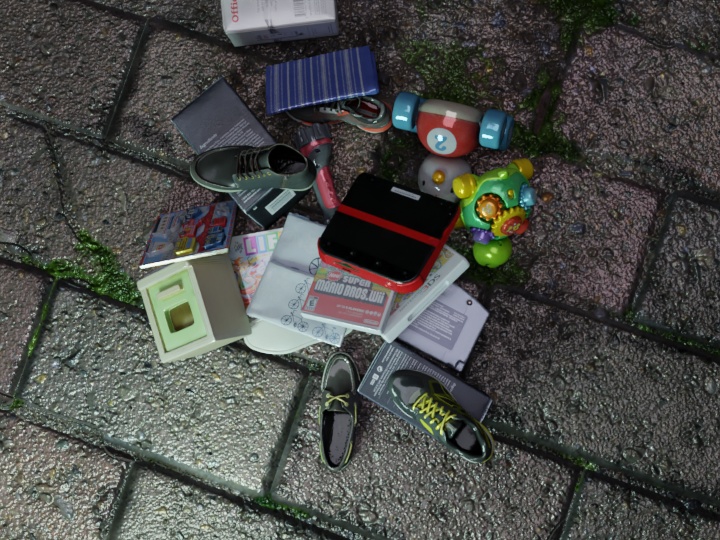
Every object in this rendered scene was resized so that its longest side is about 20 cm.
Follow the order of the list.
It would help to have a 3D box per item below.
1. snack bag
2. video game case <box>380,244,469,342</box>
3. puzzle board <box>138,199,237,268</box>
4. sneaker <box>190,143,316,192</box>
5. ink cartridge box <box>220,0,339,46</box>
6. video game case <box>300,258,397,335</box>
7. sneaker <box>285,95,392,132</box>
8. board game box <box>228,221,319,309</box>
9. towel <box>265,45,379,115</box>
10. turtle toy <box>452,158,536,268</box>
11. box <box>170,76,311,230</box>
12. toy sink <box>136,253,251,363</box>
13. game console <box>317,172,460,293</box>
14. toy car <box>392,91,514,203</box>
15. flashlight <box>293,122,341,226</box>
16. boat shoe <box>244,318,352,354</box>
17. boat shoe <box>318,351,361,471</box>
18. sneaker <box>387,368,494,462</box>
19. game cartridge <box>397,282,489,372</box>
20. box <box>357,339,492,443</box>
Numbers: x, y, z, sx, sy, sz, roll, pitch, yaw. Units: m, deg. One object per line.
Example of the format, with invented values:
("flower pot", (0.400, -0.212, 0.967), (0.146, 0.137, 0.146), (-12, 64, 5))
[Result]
("snack bag", (-0.078, 0.011, 1.513), (0.187, 0.021, 0.202), (18, 76, 21))
("video game case", (0.062, 0.009, 1.499), (0.182, 0.200, 0.023), (-43, 126, -4))
("puzzle board", (-0.288, -0.068, 1.526), (0.149, 0.200, 0.018), (-10, 117, 3))
("sneaker", (-0.168, -0.165, 1.363), (0.198, 0.106, 0.076), (0, 84, 3))
("ink cartridge box", (-0.144, -0.490, 1.597), (0.198, 0.083, 0.148), (-5, 85, 3))
("video game case", (0.000, 0.000, 1.469), (0.142, 0.017, 0.201), (11, 64, 20))
("sneaker", (-0.040, -0.294, 1.575), (0.198, 0.082, 0.078), (7, 86, 4))
("board game box", (-0.159, -0.001, 1.583), (0.198, 0.034, 0.136), (-11, 84, 3))
("towel", (-0.068, -0.331, 1.571), (0.198, 0.024, 0.146), (-11, 45, 4))
("turtle toy", (0.226, -0.091, 1.501), (0.144, 0.201, 0.102), (-17, 54, -17))
("box", (-0.196, -0.192, 1.519), (0.117, 0.197, 0.200), (-40, 84, -1))
("toy sink", (-0.290, 0.038, 1.524), (0.130, 0.112, 0.202), (-21, 82, 30))
("game console", (0.042, -0.063, 1.470), (0.199, 0.031, 0.178), (21, 66, 24))
("toy car", (0.145, -0.182, 1.521), (0.183, 0.177, 0.202), (14, 99, 15))
("flashlight", (-0.056, -0.155, 1.573), (0.067, 0.068, 0.202), (-21, 83, 0))
("boat shoe", (-0.103, 0.095, 1.556), (0.198, 0.062, 0.076), (-16, 94, 7))
("boat shoe", (-0.035, 0.242, 1.541), (0.071, 0.061, 0.204), (1, 85, 4))
("sneaker", (0.127, 0.219, 1.374), (0.199, 0.085, 0.075), (36, 88, 5))
("game cartridge", (0.116, 0.072, 1.559), (0.199, 0.041, 0.134), (28, 91, 5))
("box", (0.106, 0.203, 1.492), (0.199, 0.148, 0.105), (31, 88, 6))
